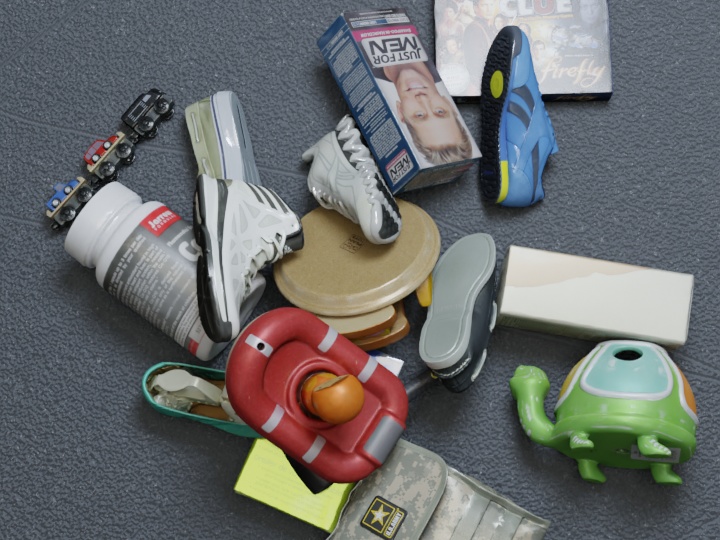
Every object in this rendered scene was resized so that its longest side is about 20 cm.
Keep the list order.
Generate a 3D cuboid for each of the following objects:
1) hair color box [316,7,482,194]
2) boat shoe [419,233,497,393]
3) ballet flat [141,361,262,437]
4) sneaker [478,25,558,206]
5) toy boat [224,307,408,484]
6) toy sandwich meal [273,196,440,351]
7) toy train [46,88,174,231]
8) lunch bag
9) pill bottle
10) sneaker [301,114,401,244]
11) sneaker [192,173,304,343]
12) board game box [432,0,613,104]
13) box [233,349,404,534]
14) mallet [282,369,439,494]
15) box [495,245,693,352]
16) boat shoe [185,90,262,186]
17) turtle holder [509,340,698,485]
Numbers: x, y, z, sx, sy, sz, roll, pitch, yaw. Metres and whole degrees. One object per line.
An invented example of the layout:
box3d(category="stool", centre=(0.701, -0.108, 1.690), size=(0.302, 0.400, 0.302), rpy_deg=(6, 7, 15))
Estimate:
box3d(category="hair color box", centre=(0.043, -0.190, 1.496), size=(0.100, 0.061, 0.200), rpy_deg=(-15, 73, -40))
box3d(category="boat shoe", centre=(0.111, 0.044, 1.465), size=(0.076, 0.060, 0.200), rpy_deg=(-6, 42, 32))
box3d(category="ballet flat", centre=(-0.148, 0.136, 1.441), size=(0.200, 0.070, 0.067), rpy_deg=(6, 74, 22))
box3d(category="sneaker", centre=(0.179, -0.170, 1.502), size=(0.078, 0.066, 0.200), rpy_deg=(-4, 103, -19))
box3d(category="toy boat", centre=(-0.036, 0.122, 1.339), size=(0.200, 0.131, 0.131), rpy_deg=(37, 76, -14))
box3d(category="toy sandwich meal", centre=(0.000, 0.000, 1.473), size=(0.205, 0.070, 0.205), rpy_deg=(-9, 43, 8))
box3d(category="toy train", centre=(-0.288, -0.128, 1.536), size=(0.046, 0.034, 0.200), rpy_deg=(39, 83, 10))
box3d(category="lunch bag", centre=(0.071, 0.285, 1.416), size=(0.200, 0.118, 0.164), rpy_deg=(29, 80, 2))
box3d(category="pill bottle", centre=(-0.213, -0.003, 1.473), size=(0.200, 0.114, 0.114), rpy_deg=(35, 83, 6))
box3d(category="sneaker", centre=(-0.011, -0.087, 1.472), size=(0.081, 0.075, 0.200), rpy_deg=(-28, 38, 6))
box3d(category="sneaker", centre=(-0.109, -0.015, 1.398), size=(0.115, 0.076, 0.201), rpy_deg=(3, 55, -15))
box3d(category="board game box", centre=(0.183, -0.260, 1.548), size=(0.200, 0.035, 0.136), rpy_deg=(-2, 80, 1))
box3d(category="box", centre=(-0.043, 0.170, 1.475), size=(0.122, 0.048, 0.200), rpy_deg=(23, 81, 4))
box3d(category="mallet", centre=(0.017, 0.166, 1.437), size=(0.200, 0.041, 0.066), rpy_deg=(-27, 84, -10))
box3d(category="box", centre=(0.250, 0.033, 1.470), size=(0.200, 0.095, 0.078), rpy_deg=(10, 80, 1))
box3d(category="boat shoe", centre=(-0.151, -0.103, 1.520), size=(0.062, 0.072, 0.200), rpy_deg=(-16, 72, 15))
box3d(category="turtle holder", centre=(0.266, 0.149, 1.443), size=(0.185, 0.141, 0.132), rpy_deg=(-11, 59, 39))
